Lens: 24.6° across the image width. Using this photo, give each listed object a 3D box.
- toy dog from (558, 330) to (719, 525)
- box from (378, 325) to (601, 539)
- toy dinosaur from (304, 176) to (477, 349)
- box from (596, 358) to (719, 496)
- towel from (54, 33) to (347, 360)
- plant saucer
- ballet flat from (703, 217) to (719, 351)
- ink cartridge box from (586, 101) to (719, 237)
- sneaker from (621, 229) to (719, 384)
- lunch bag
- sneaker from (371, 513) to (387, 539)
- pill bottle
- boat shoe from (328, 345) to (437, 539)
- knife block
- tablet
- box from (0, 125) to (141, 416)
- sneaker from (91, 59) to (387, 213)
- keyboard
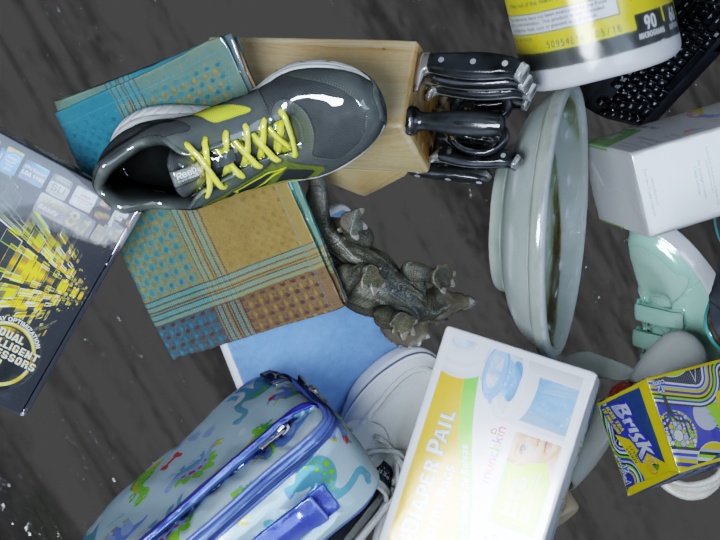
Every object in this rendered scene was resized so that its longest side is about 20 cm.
[{"bbox_3d":[0.170,0.125,1.243,0.198,0.096,0.133,-14,78,3],"label":"toy dog"},{"bbox_3d":[0.085,0.153,1.147,0.112,0.101,0.202,17,86,12],"label":"box"},{"bbox_3d":[0.000,0.000,1.154,0.199,0.102,0.077,33,74,-21],"label":"toy dinosaur"},{"bbox_3d":[0.268,0.096,1.163,0.199,0.064,0.071,-11,76,-32],"label":"box"},{"bbox_3d":[-0.107,-0.046,1.112,0.146,0.022,0.201,-17,109,22],"label":"towel"},{"bbox_3d":[0.127,-0.037,1.194,0.050,0.200,0.202,4,96,15],"label":"plant saucer"},{"bbox_3d":[0.305,-0.014,1.252,0.073,0.073,0.201,48,36,-21],"label":"ballet flat"},{"bbox_3d":[0.282,-0.090,1.246,0.198,0.117,0.068,-17,101,-8],"label":"ink cartridge box"},{"bbox_3d":[0.229,0.066,1.282,0.118,0.074,0.202,-31,109,-21],"label":"sneaker"},{"bbox_3d":[-0.090,0.161,1.104,0.200,0.161,0.083,-40,110,-6],"label":"lunch bag"},{"bbox_3d":[0.047,0.260,1.226,0.070,0.080,0.202,4,93,-22],"label":"sneaker"},{"bbox_3d":[0.143,-0.232,1.119,0.113,0.114,0.202,-19,102,-20],"label":"pill bottle"},{"bbox_3d":[0.006,0.145,1.187,0.073,0.065,0.201,35,81,-23],"label":"boat shoe"},{"bbox_3d":[0.010,-0.116,1.102,0.199,0.175,0.065,21,67,-23],"label":"knife block"},{"bbox_3d":[-0.031,0.066,1.205,0.129,0.014,0.202,-26,106,-19],"label":"tablet"},{"bbox_3d":[-0.266,-0.020,1.062,0.199,0.049,0.162,30,92,-23],"label":"box"},{"bbox_3d":[-0.078,-0.072,1.032,0.198,0.085,0.075,-14,112,22],"label":"sneaker"},{"bbox_3d":[0.228,-0.169,1.204,0.103,0.200,0.040,14,49,-21],"label":"keyboard"}]
